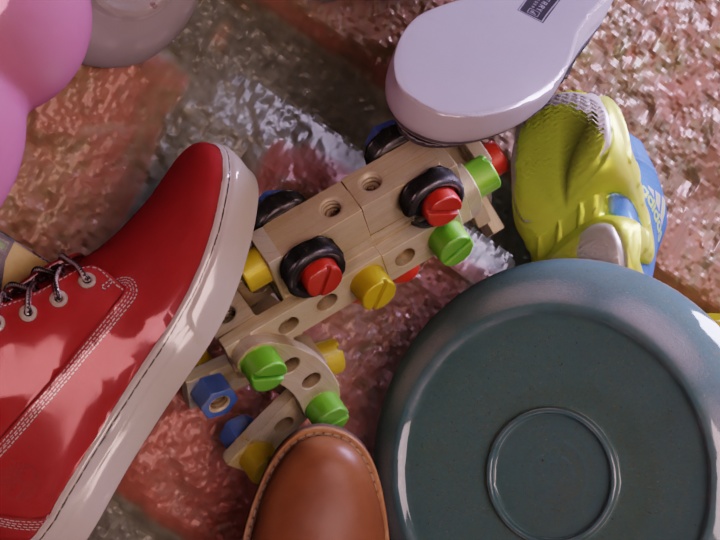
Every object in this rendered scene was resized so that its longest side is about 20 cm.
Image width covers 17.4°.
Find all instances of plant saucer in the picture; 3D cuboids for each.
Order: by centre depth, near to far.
[{"bbox_3d":[0.092,0.094,1.086,0.027,0.200,0.200,0,96,-64],"label":"plant saucer"}]

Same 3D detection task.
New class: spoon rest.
[{"bbox_3d":[-0.150,-0.163,1.048,0.200,0.061,0.099,30,83,-37],"label":"spoon rest"}]

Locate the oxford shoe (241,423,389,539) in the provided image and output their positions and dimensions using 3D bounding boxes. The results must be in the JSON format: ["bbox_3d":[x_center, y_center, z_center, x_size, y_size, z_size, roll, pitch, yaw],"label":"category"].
[{"bbox_3d":[-0.024,0.169,1.056,0.071,0.071,0.200,7,87,-2],"label":"oxford shoe"}]

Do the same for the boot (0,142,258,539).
[{"bbox_3d":[-0.142,0.010,1.014,0.144,0.072,0.200,32,85,-23],"label":"boot"}]

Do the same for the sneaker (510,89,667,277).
[{"bbox_3d":[0.121,0.015,1.149,0.105,0.076,0.200,6,86,-61],"label":"sneaker"}]

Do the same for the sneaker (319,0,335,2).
[{"bbox_3d":[0.013,-0.230,1.112,0.118,0.074,0.200,39,92,0],"label":"sneaker"}]

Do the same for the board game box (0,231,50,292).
[{"bbox_3d":[-0.213,0.028,1.039,0.200,0.035,0.136,35,80,-24],"label":"board game box"}]

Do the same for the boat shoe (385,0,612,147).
[{"bbox_3d":[0.066,-0.095,1.094,0.069,0.057,0.200,32,36,11],"label":"boat shoe"}]

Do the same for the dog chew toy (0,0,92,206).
[{"bbox_3d":[-0.167,-0.101,0.959,0.125,0.125,0.200,41,78,-22],"label":"dog chew toy"}]

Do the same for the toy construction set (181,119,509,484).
[{"bbox_3d":[0.000,0.000,1.092,0.200,0.092,0.131,-43,146,-17],"label":"toy construction set"}]

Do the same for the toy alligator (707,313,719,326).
[{"bbox_3d":[0.142,0.056,1.195,0.200,0.054,0.059,-3,95,-25],"label":"toy alligator"}]
